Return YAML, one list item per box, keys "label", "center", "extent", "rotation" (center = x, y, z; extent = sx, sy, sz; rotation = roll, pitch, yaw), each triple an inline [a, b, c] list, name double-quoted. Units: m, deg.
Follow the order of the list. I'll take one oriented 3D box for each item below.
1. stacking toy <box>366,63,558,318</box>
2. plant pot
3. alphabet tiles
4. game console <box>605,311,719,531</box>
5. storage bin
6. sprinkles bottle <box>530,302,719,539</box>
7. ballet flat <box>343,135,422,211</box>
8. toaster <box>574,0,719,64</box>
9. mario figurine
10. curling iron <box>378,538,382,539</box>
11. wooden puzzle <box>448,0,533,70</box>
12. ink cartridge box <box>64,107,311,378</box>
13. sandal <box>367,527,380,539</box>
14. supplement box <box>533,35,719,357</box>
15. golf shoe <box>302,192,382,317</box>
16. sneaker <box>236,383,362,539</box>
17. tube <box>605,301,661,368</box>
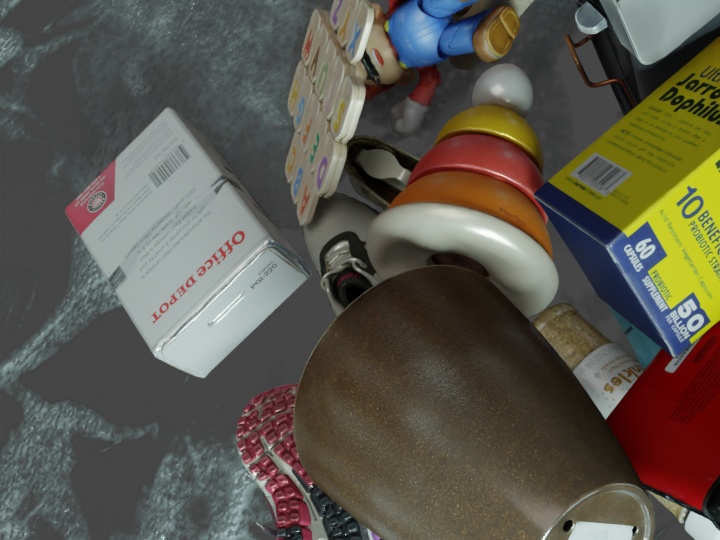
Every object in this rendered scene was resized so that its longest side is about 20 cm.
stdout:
- label: "stacking toy"
  center: [0.097, -0.073, 0.823]
  extent: [0.144, 0.147, 0.202]
  rotation: [5, 59, 27]
- label: "plant pot"
  center: [0.082, 0.122, 0.674]
  extent: [0.188, 0.187, 0.200]
  rotation: [-51, 38, 0]
- label: "alphabet tiles"
  center: [-0.033, -0.148, 0.925]
  extent: [0.201, 0.014, 0.197]
  rotation: [-110, 34, -56]
- label: "game console"
  center: [0.281, 0.102, 0.693]
  extent: [0.200, 0.119, 0.172]
  rotation: [-47, 30, -16]
- label: "storage bin"
  center: [0.225, -0.216, 0.841]
  extent: [0.144, 0.134, 0.202]
  rotation: [-23, 61, 16]
- label: "sprinkles bottle"
  center: [0.197, 0.108, 0.765]
  extent: [0.068, 0.068, 0.200]
  rotation: [-48, 58, 2]
- label: "ballet flat"
  center: [0.057, -0.057, 0.902]
  extent: [0.199, 0.062, 0.068]
  rotation: [29, 83, 32]
- label: "toaster"
  center: [0.195, -0.269, 0.728]
  extent: [0.199, 0.119, 0.181]
  rotation: [-39, 60, 5]
- label: "mario figurine"
  center: [0.035, -0.188, 0.916]
  extent: [0.199, 0.105, 0.125]
  rotation: [-13, 74, 53]
- label: "curling iron"
  center: [0.018, 0.160, 0.821]
  extent: [0.049, 0.026, 0.201]
  rotation: [2, 40, -12]
- label: "wooden puzzle"
  center: [0.105, -0.304, 0.923]
  extent: [0.185, 0.046, 0.203]
  rotation: [136, 135, -59]
- label: "ink cartridge box"
  center: [-0.159, -0.026, 0.985]
  extent: [0.146, 0.085, 0.200]
  rotation: [-43, 56, 5]
- label: "sandal"
  center: [0.093, 0.183, 0.797]
  extent: [0.200, 0.050, 0.084]
  rotation: [-3, 69, 25]
- label: "supplement box"
  center: [0.239, -0.061, 0.732]
  extent: [0.199, 0.109, 0.110]
  rotation: [-40, 29, 0]
- label: "golf shoe"
  center: [0.000, 0.000, 0.895]
  extent: [0.077, 0.088, 0.201]
  rotation: [-38, 57, 10]
- label: "sneaker"
  center: [-0.048, 0.177, 0.859]
  extent: [0.080, 0.075, 0.201]
  rotation: [-16, 49, -2]
- label: "tube"
  center: [0.277, -0.006, 0.786]
  extent: [0.199, 0.050, 0.078]
  rotation: [-35, 58, 15]
